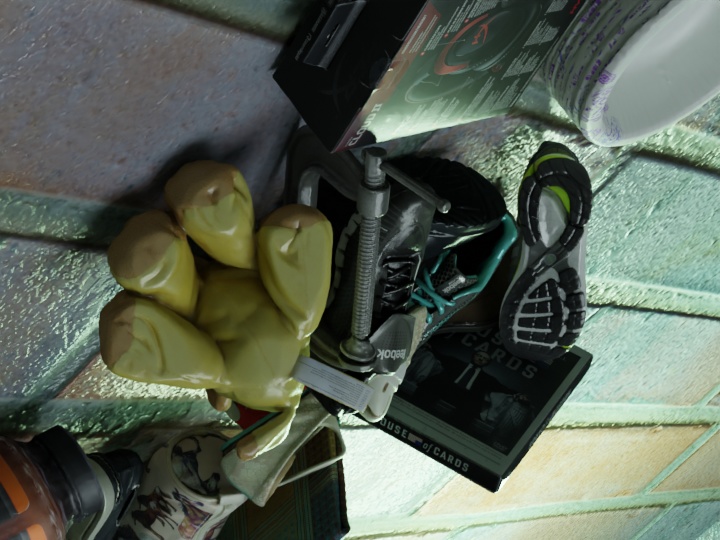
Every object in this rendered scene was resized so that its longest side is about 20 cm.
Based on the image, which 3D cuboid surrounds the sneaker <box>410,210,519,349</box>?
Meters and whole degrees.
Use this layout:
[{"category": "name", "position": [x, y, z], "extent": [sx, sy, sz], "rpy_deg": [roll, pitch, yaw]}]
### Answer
[{"category": "sneaker", "position": [0.051, 0.013, 1.702], "extent": [0.200, 0.078, 0.091], "rpy_deg": [-48, -171, -17]}]

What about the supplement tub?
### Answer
[{"category": "supplement tub", "position": [-0.286, 0.188, 1.536], "extent": [0.199, 0.107, 0.107], "rpy_deg": [-28, 157, -22]}]

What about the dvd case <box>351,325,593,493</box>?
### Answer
[{"category": "dvd case", "position": [0.092, 0.093, 1.801], "extent": [0.200, 0.150, 0.025], "rpy_deg": [-46, 159, -49]}]

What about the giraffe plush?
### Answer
[{"category": "giraffe plush", "position": [-0.093, 0.027, 1.482], "extent": [0.173, 0.200, 0.162], "rpy_deg": [-48, -166, -7]}]

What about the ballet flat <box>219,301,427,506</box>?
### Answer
[{"category": "ballet flat", "position": [-0.016, 0.105, 1.633], "extent": [0.200, 0.062, 0.067], "rpy_deg": [-38, 171, -7]}]

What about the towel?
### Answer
[{"category": "towel", "position": [-0.075, 0.207, 1.689], "extent": [0.022, 0.147, 0.200], "rpy_deg": [26, 127, -28]}]

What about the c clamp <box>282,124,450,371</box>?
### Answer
[{"category": "c clamp", "position": [-0.011, -0.009, 1.459], "extent": [0.027, 0.171, 0.201], "rpy_deg": [-17, 134, -31]}]

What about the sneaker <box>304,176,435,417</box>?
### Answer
[{"category": "sneaker", "position": [0.012, 0.027, 1.535], "extent": [0.066, 0.091, 0.201], "rpy_deg": [1, 133, -39]}]

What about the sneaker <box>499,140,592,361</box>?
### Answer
[{"category": "sneaker", "position": [0.158, -0.016, 1.781], "extent": [0.081, 0.073, 0.201], "rpy_deg": [-77, 176, -61]}]

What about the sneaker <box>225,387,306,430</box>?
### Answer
[{"category": "sneaker", "position": [-0.040, 0.100, 1.776], "extent": [0.199, 0.085, 0.077], "rpy_deg": [-13, 150, -46]}]

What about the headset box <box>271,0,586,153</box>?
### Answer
[{"category": "headset box", "position": [0.046, -0.162, 1.387], "extent": [0.199, 0.075, 0.149], "rpy_deg": [-17, 150, -43]}]

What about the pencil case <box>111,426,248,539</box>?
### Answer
[{"category": "pencil case", "position": [-0.154, 0.211, 1.693], "extent": [0.077, 0.090, 0.200], "rpy_deg": [-5, 140, -42]}]

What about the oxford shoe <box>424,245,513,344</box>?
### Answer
[{"category": "oxford shoe", "position": [0.089, 0.006, 1.810], "extent": [0.199, 0.073, 0.085], "rpy_deg": [-22, 151, -37]}]

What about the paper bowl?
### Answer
[{"category": "paper bowl", "position": [0.212, -0.192, 1.530], "extent": [0.200, 0.105, 0.201], "rpy_deg": [-33, 159, -14]}]

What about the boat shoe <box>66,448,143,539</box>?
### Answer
[{"category": "boat shoe", "position": [-0.229, 0.199, 1.696], "extent": [0.066, 0.075, 0.200], "rpy_deg": [-29, 161, -45]}]

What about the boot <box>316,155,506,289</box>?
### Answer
[{"category": "boot", "position": [0.000, 0.000, 1.641], "extent": [0.199, 0.077, 0.169], "rpy_deg": [-10, 143, -38]}]

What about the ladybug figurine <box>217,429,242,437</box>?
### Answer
[{"category": "ladybug figurine", "position": [-0.128, 0.204, 1.869], "extent": [0.136, 0.072, 0.200], "rpy_deg": [-39, 159, 3]}]
